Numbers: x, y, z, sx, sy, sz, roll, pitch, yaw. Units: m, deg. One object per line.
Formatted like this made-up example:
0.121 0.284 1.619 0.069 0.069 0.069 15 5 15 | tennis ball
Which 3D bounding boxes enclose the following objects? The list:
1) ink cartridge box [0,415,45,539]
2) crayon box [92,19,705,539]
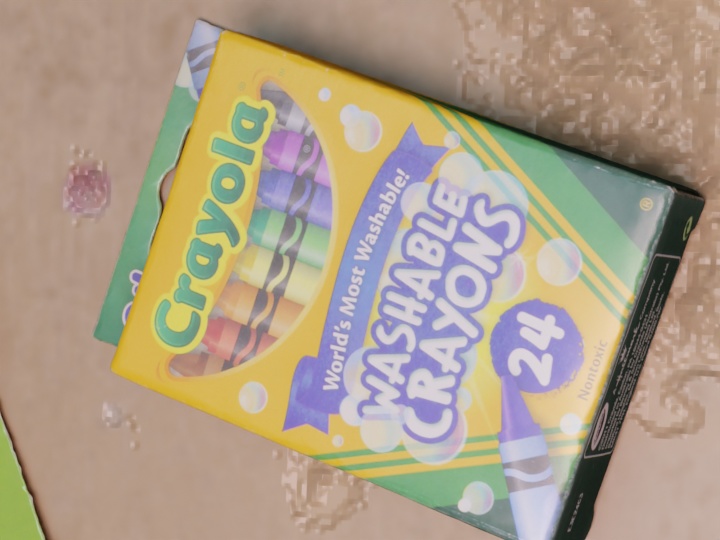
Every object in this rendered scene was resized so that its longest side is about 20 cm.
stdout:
-0.210 0.065 0.865 0.147 0.076 0.201 -26 79 18 | ink cartridge box
0.000 0.000 0.801 0.199 0.052 0.126 21 96 20 | crayon box
